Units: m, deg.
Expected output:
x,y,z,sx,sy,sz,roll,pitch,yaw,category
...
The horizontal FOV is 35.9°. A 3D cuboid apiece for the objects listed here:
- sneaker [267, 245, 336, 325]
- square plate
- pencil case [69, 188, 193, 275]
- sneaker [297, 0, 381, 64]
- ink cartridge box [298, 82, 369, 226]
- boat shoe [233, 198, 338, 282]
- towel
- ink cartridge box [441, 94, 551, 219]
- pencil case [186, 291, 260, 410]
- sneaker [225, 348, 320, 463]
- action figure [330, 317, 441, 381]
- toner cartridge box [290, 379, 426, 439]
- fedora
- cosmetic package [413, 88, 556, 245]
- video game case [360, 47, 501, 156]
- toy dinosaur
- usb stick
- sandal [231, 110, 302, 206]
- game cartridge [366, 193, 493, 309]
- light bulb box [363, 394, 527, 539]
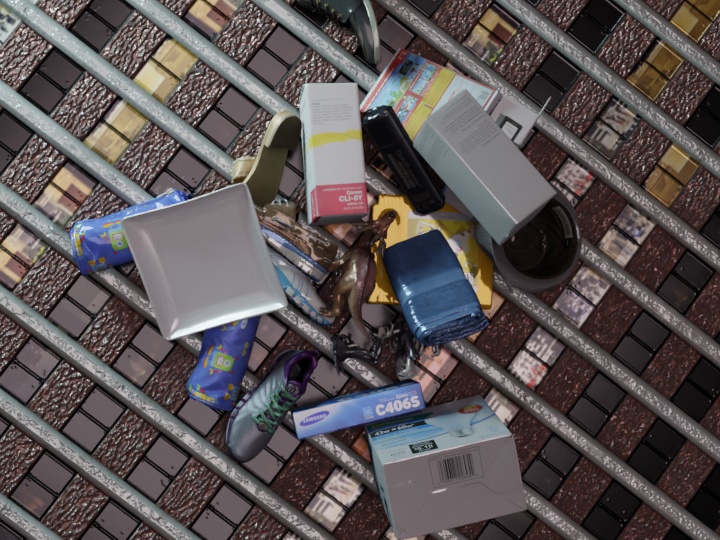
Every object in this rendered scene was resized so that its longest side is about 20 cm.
x,y,z,sx,sy,sz,roll,pitch,yaw,category
-0.101,-0.001,1.725,0.200,0.075,0.087,46,78,-2,sneaker
-0.228,-0.013,1.640,0.200,0.028,0.198,-16,104,8,square plate
-0.343,-0.061,1.690,0.200,0.078,0.087,-20,105,-6,pencil case
-0.038,-0.406,1.753,0.106,0.075,0.200,-19,80,-2,sneaker
-0.043,-0.176,1.699,0.083,0.145,0.200,-5,88,-7,ink cartridge box
-0.121,-0.069,1.673,0.200,0.072,0.072,38,84,0,boat shoe
0.108,0.028,1.671,0.112,0.049,0.200,-18,46,-4,towel
0.209,-0.191,1.730,0.068,0.116,0.200,33,73,3,ink cartridge box
-0.207,0.113,1.703,0.087,0.078,0.200,16,86,-14,pencil case
-0.133,0.197,1.675,0.074,0.088,0.200,37,66,-16,sneaker
0.060,0.122,1.716,0.200,0.119,0.102,-12,79,3,action figure
-0.006,0.213,1.712,0.200,0.095,0.043,-13,88,-7,toner cartridge box
0.250,-0.054,1.734,0.200,0.090,0.177,4,86,-34,fedora
0.175,-0.146,1.597,0.085,0.108,0.200,-39,84,-16,cosmetic package
0.100,-0.253,1.728,0.200,0.017,0.143,30,84,30,video game case
0.000,0.000,1.676,0.086,0.136,0.200,19,51,-29,toy dinosaur
0.067,-0.167,1.688,0.055,0.033,0.200,-17,126,25,usb stick
-0.164,-0.161,1.731,0.070,0.078,0.212,40,110,37,sandal
0.113,-0.029,1.766,0.200,0.032,0.177,3,87,-7,game cartridge
0.120,0.289,1.658,0.198,0.200,0.125,-12,102,-6,light bulb box
